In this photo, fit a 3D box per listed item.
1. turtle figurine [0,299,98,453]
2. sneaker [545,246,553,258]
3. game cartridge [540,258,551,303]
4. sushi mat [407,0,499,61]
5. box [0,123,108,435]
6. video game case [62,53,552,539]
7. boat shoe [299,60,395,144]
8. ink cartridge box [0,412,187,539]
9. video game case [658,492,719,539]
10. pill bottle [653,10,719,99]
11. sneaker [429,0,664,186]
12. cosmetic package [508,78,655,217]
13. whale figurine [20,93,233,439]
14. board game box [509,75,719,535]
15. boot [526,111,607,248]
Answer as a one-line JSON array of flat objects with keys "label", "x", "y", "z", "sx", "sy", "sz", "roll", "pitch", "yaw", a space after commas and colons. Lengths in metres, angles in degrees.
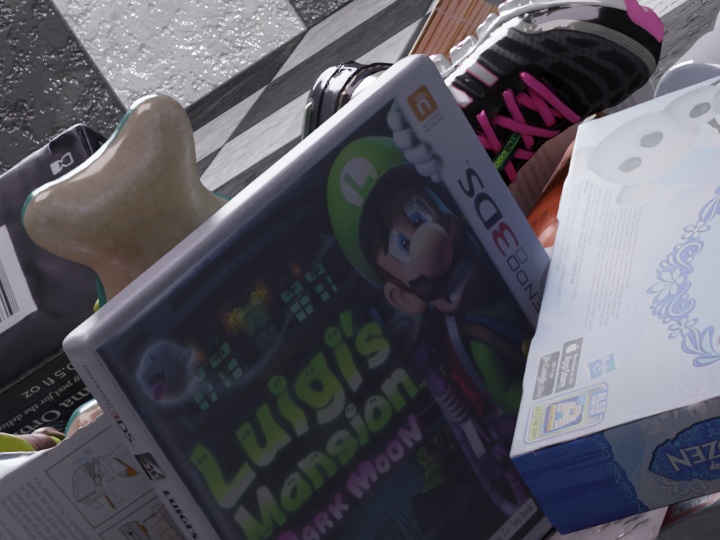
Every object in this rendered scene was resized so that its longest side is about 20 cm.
[{"label": "turtle figurine", "x": -0.132, "y": 0.107, "z": 1.302, "sx": 0.161, "sy": 0.064, "sz": 0.201, "roll": -30, "pitch": -41, "yaw": -65}, {"label": "sneaker", "x": 0.054, "y": 0.057, "z": 1.192, "sx": 0.199, "sy": 0.071, "sz": 0.099, "roll": -21, "pitch": 33, "yaw": 6}, {"label": "game cartridge", "x": 0.169, "y": -0.026, "z": 1.055, "sx": 0.199, "sy": 0.041, "sz": 0.133, "roll": -37, "pitch": 26, "yaw": -8}, {"label": "sushi mat", "x": 0.034, "y": -0.052, "z": 1.453, "sx": 0.012, "sy": 0.095, "sz": 0.201, "roll": 45, "pitch": 112, "yaw": 45}, {"label": "box", "x": -0.161, "y": 0.047, "z": 1.485, "sx": 0.196, "sy": 0.118, "sz": 0.200, "roll": -32, "pitch": -29, "yaw": 15}, {"label": "video game case", "x": 0.006, "y": 0.045, "z": 1.044, "sx": 0.200, "sy": 0.182, "sz": 0.023, "roll": -41, "pitch": 16, "yaw": -32}, {"label": "boat shoe", "x": 0.000, "y": 0.000, "z": 1.271, "sx": 0.072, "sy": 0.202, "sz": 0.063, "roll": -9, "pitch": 21, "yaw": -34}, {"label": "ink cartridge box", "x": -0.110, "y": 0.129, "z": 1.077, "sx": 0.199, "sy": 0.163, "sz": 0.050, "roll": -35, "pitch": 31, "yaw": 2}, {"label": "video game case", "x": 0.188, "y": 0.028, "z": 1.005, "sx": 0.142, "sy": 0.018, "sz": 0.200, "roll": -30, "pitch": 11, "yaw": 26}, {"label": "pill bottle", "x": 0.229, "y": -0.105, "z": 1.207, "sx": 0.200, "sy": 0.114, "sz": 0.114, "roll": -40, "pitch": 12, "yaw": -26}, {"label": "sneaker", "x": 0.061, "y": -0.065, "z": 1.299, "sx": 0.199, "sy": 0.074, "sz": 0.088, "roll": -22, "pitch": 46, "yaw": 34}, {"label": "cosmetic package", "x": 0.063, "y": -0.039, "z": 1.419, "sx": 0.199, "sy": 0.102, "sz": 0.071, "roll": -36, "pitch": 40, "yaw": -10}, {"label": "whale figurine", "x": -0.062, "y": 0.015, "z": 1.089, "sx": 0.159, "sy": 0.200, "sz": 0.104, "roll": -42, "pitch": 34, "yaw": -7}, {"label": "board game box", "x": 0.160, "y": -0.011, "z": 0.957, "sx": 0.198, "sy": 0.043, "sz": 0.201, "roll": -19, "pitch": 31, "yaw": 26}, {"label": "boot", "x": 0.100, "y": -0.011, "z": 1.323, "sx": 0.107, "sy": 0.075, "sz": 0.200, "roll": -44, "pitch": 1, "yaw": 22}]
